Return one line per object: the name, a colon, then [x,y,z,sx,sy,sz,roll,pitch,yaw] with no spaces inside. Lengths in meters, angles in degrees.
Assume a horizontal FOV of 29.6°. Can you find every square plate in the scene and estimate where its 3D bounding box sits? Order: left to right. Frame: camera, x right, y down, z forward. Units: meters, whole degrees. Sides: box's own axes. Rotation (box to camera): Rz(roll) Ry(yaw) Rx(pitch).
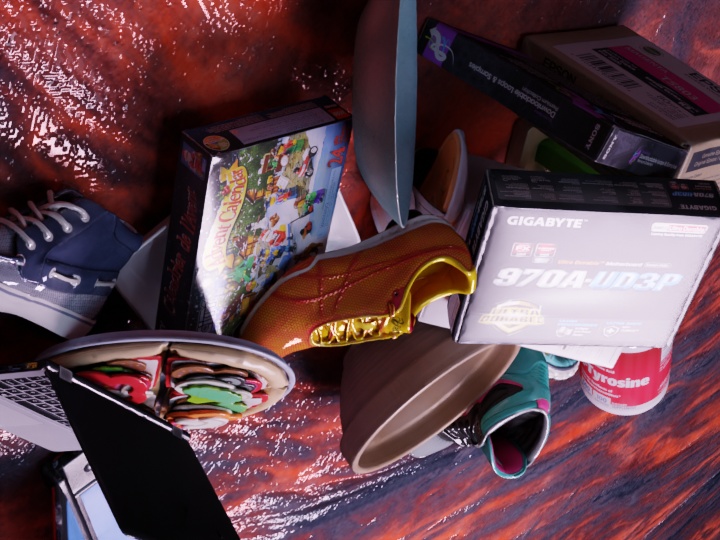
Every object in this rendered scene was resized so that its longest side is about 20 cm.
square plate: [-0.096,-0.015,1.085,0.198,0.028,0.201,-43,147,-13]

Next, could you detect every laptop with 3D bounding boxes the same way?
laptop: [-0.191,0.145,0.940,0.187,0.197,0.118,43,45,-58]

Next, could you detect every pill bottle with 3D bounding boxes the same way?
pill bottle: [0.315,0.073,1.617,0.112,0.112,0.201,-38,145,-20]

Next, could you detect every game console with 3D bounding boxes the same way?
game console: [-0.187,0.233,1.130,0.172,0.118,0.201,-35,145,-24]

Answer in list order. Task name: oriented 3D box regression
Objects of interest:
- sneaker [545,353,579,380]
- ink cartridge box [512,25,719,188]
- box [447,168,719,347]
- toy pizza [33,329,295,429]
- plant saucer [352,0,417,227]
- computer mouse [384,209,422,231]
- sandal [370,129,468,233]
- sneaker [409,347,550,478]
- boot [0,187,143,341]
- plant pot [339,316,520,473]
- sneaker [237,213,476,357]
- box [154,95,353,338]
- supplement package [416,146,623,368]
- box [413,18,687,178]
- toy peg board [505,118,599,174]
sneaker: [0.192,0.071,1.500,0.199,0.077,0.081,11,104,-55]
ink cartridge box: [0.254,-0.143,1.242,0.164,0.200,0.076,-16,135,-44]
box: [0.181,-0.006,1.119,0.197,0.046,0.160,2,135,-11]
toy pizza: [-0.146,0.090,1.003,0.197,0.032,0.201,-2,158,-1]
plant saucer: [0.018,-0.134,1.028,0.201,0.038,0.204,1,90,-84]
computer mouse: [0.000,0.000,1.161,0.058,0.034,0.200,-1,150,-31]
sandal: [0.031,-0.037,1.185,0.058,0.080,0.208,16,130,-18]
sneaker: [0.123,0.167,1.405,0.083,0.122,0.200,26,126,-34]
boot: [-0.220,-0.022,0.891,0.091,0.072,0.200,-56,157,-1]
plant pot: [0.048,0.094,1.292,0.200,0.093,0.201,-35,162,-13]
sneaker: [-0.002,0.024,1.055,0.198,0.078,0.073,-27,146,-6]
box: [-0.083,-0.024,1.030,0.136,0.038,0.202,-21,137,-40]
supplement package: [0.150,-0.012,1.231,0.197,0.122,0.121,14,118,-17]
box: [0.156,-0.139,1.119,0.142,0.199,0.036,6,115,-53]
toy peg board: [0.234,-0.069,1.388,0.198,0.098,0.202,-23,139,-37]
